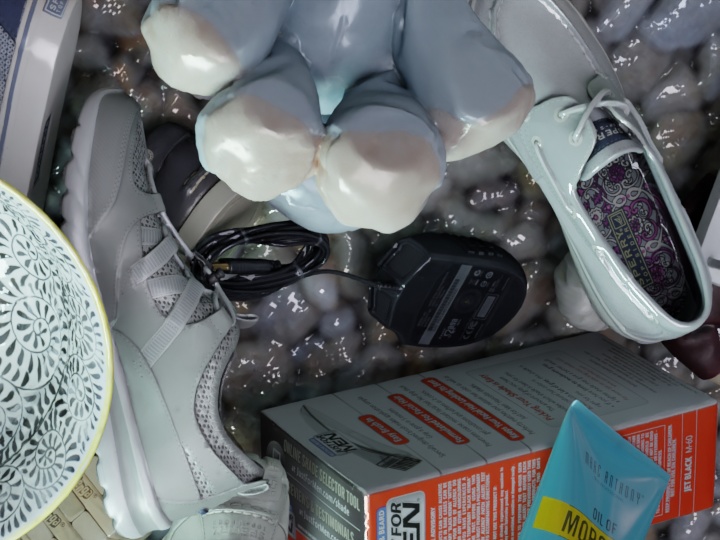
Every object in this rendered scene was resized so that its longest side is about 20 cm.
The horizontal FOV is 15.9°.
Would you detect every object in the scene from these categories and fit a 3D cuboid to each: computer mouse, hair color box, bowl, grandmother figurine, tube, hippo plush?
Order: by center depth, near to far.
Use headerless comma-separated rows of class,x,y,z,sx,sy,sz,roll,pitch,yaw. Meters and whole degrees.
bowl,-0.203,0.022,1.118,0.199,0.094,0.202,0,112,-1
hippo plush,-0.033,-0.093,1.145,0.159,0.161,0.201,-17,79,-22
tube,0.085,0.165,1.194,0.077,0.050,0.201,41,64,-39
computer mouse,0.000,0.000,1.249,0.199,0.034,0.059,10,122,-38
hair color box,0.063,0.093,1.264,0.199,0.111,0.064,-11,113,-27
grandmother figurine,0.191,0.004,1.319,0.199,0.061,0.122,-1,91,-19

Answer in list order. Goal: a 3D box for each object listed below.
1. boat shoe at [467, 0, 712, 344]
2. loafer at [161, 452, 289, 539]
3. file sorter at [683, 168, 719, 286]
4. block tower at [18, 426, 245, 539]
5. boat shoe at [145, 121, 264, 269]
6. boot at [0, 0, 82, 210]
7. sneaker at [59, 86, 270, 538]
boat shoe,0.110,-0.056,1.232,0.072,0.068,0.201,-23,96,-17
loafer,-0.072,0.159,1.253,0.069,0.070,0.200,5,147,-4
file sorter,0.271,-0.064,1.243,0.138,0.124,0.201,21,90,-17
block tower,-0.146,0.125,1.256,0.200,0.054,0.058,-42,75,2
boat shoe,-0.127,0.016,1.237,0.063,0.073,0.200,43,104,15
boot,-0.191,-0.048,1.181,0.090,0.073,0.201,16,112,0
sneaker,-0.088,0.015,1.164,0.081,0.075,0.201,-9,92,-1
